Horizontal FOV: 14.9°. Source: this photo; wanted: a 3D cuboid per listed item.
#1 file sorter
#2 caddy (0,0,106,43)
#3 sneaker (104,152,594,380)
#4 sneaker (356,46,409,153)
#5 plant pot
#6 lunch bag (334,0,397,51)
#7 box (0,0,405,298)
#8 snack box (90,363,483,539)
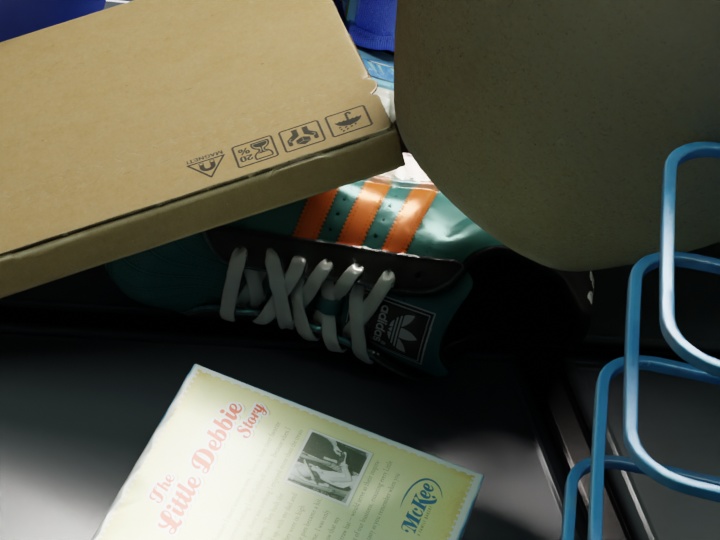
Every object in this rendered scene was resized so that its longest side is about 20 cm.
[{"bbox_3d":[0.136,0.077,0.923,0.122,0.201,0.139,12,35,-2],"label":"file sorter"},{"bbox_3d":[-0.191,-0.153,1.177,0.199,0.105,0.141,-11,44,-34],"label":"caddy"},{"bbox_3d":[0.000,0.000,1.081,0.199,0.072,0.080,-3,45,-17],"label":"sneaker"},{"bbox_3d":[0.023,-0.065,1.176,0.199,0.079,0.090,16,31,-2],"label":"sneaker"},{"bbox_3d":[0.089,-0.078,1.007,0.200,0.135,0.200,33,22,-15],"label":"plant pot"},{"bbox_3d":[0.023,-0.188,1.226,0.094,0.151,0.200,8,17,0],"label":"lunch bag"},{"bbox_3d":[-0.096,-0.057,1.078,0.199,0.021,0.164,-18,34,-3],"label":"box"},{"bbox_3d":[-0.038,0.116,0.933,0.116,0.037,0.200,21,35,5],"label":"snack box"}]
